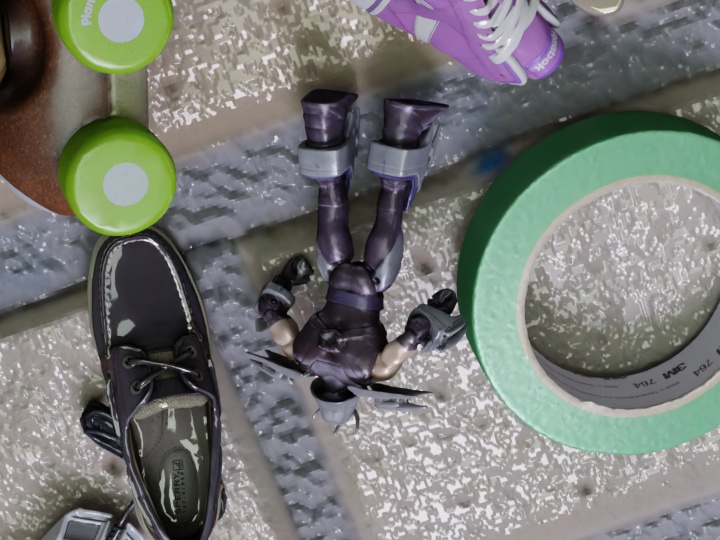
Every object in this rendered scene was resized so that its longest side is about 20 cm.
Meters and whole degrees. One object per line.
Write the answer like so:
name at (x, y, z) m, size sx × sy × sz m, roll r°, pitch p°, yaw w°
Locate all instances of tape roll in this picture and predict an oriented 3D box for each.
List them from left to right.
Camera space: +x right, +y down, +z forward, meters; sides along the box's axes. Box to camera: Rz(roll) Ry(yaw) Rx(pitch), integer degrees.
tape roll at (0.159, 0.009, 0.854) m, size 0.200 × 0.048 × 0.201 m, roll -3°, pitch 110°, yaw -8°

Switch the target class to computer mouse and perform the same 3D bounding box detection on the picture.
computer mouse at (-0.175, 0.185, 0.927) m, size 0.110 × 0.044 × 0.200 m, roll 32°, pitch 101°, yaw -17°

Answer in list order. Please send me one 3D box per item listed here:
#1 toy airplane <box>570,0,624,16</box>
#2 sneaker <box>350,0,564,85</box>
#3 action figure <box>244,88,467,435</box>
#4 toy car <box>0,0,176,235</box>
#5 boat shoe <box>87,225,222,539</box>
toy airplane at (0.132, -0.259, 0.731) m, size 0.200 × 0.141 × 0.199 m, roll -47°, pitch 68°, yaw 25°
sneaker at (0.065, -0.144, 0.727) m, size 0.114 × 0.200 × 0.073 m, roll 33°, pitch 90°, yaw -8°
action figure at (0.000, 0.000, 0.836) m, size 0.130 × 0.069 × 0.201 m, roll 10°, pitch 101°, yaw 14°
toy car at (-0.208, -0.099, 0.724) m, size 0.199 × 0.164 × 0.158 m, roll -6°, pitch 112°, yaw -20°
boat shoe at (-0.114, 0.072, 0.854) m, size 0.072 × 0.065 × 0.201 m, roll -9°, pitch 98°, yaw -16°
